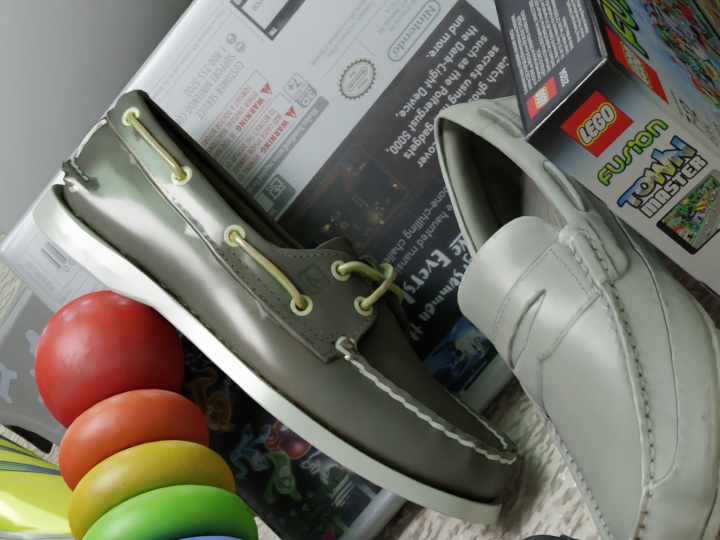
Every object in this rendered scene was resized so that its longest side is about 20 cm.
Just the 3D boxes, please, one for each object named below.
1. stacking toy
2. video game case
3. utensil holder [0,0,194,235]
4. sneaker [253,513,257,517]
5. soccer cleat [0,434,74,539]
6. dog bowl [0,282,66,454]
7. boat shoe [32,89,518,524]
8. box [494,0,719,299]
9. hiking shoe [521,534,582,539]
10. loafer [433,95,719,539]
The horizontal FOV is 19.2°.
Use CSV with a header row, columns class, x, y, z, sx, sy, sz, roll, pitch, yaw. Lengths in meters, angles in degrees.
class,x,y,z,sx,sy,sz,roll,pitch,yaw
stacking toy,-0.069,0.094,0.725,0.085,0.085,0.201,-42,52,26
video game case,-0.011,-0.021,0.782,0.200,0.182,0.023,-50,-14,10
utensil holder,-0.108,-0.131,0.919,0.171,0.168,0.201,-87,-1,-54
sneaker,0.000,0.000,0.846,0.200,0.076,0.092,-48,16,7
soccer cleat,-0.113,0.108,0.852,0.083,0.065,0.200,-28,40,-28
dog bowl,-0.128,-0.002,1.065,0.201,0.058,0.200,-56,9,13
boat shoe,-0.024,0.012,0.735,0.061,0.201,0.072,-56,-18,6
box,0.093,-0.069,0.703,0.035,0.110,0.201,-44,24,21
hiking shoe,-0.010,0.147,0.604,0.200,0.100,0.076,-51,25,9
loafer,0.064,0.015,0.658,0.201,0.069,0.070,-104,26,-52
